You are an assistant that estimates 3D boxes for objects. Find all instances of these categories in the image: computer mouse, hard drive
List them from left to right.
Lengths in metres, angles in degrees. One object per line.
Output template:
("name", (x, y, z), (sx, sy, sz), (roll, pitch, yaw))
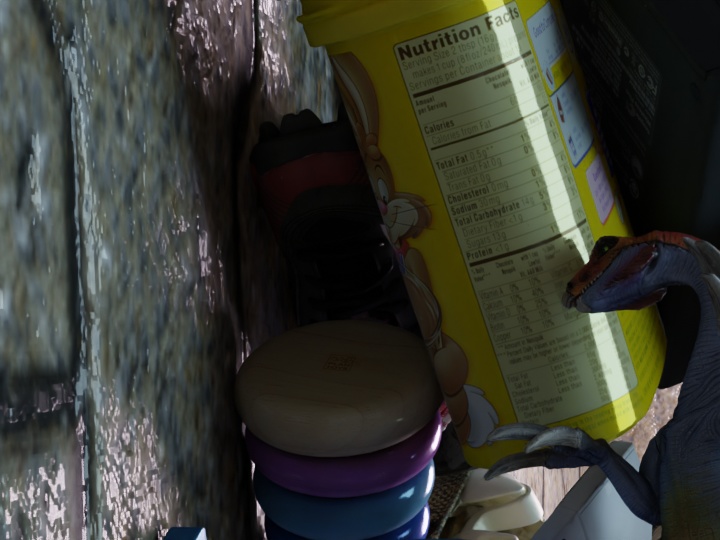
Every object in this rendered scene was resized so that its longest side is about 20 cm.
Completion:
("computer mouse", (0.064, 0.142, 0.746), (0.110, 0.044, 0.200), (-41, 166, -43))
("hard drive", (0.115, -0.060, 0.825), (0.201, 0.033, 0.140), (90, -24, -51))

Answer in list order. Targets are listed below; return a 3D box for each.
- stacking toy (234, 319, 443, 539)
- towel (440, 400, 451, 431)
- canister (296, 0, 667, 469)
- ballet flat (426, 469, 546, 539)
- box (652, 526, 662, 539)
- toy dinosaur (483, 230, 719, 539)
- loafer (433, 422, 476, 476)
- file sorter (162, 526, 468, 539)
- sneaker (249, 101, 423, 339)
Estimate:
("stacking toy", (-0.002, 0.125, 0.807), (0.086, 0.085, 0.201), (-73, 161, -61))
("towel", (0.041, 0.012, 0.963), (0.200, 0.030, 0.147), (127, -30, -58))
("canister", (0.054, -0.039, 0.761), (0.149, 0.086, 0.201), (-48, 120, -69))
("ballet flat", (0.060, 0.153, 1.028), (0.068, 0.075, 0.200), (50, 36, -12))
("box", (0.101, 0.168, 0.755), (0.200, 0.050, 0.158), (-48, 176, -48))
("toy dinosaur", (0.111, 0.079, 0.660), (0.200, 0.104, 0.182), (55, 39, -33))
("loafer", (0.066, 0.050, 0.983), (0.063, 0.200, 0.072), (-14, 69, -39))
("file sorter", (-0.010, 0.201, 0.617), (0.139, 0.122, 0.201), (-58, 144, -71))
("sneaker", (0.000, 0.000, 0.845), (0.201, 0.070, 0.099), (65, 16, -66))
